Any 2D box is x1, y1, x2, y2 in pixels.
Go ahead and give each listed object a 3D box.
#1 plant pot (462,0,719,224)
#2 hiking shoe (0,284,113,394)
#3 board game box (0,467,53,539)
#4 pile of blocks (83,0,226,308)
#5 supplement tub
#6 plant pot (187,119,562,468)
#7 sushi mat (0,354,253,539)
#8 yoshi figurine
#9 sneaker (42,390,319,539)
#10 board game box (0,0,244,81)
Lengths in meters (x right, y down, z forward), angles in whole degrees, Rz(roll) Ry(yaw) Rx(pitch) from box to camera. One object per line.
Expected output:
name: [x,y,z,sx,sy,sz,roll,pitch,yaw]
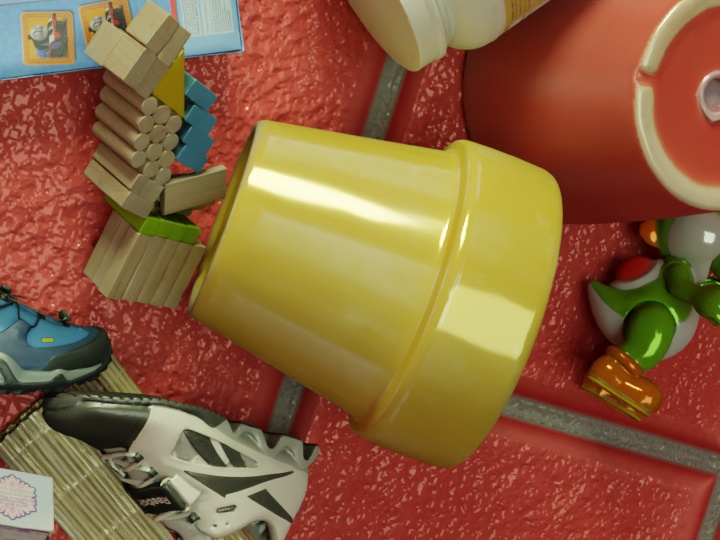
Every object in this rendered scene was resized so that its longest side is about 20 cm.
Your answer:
plant pot: [0.192,-0.121,0.912,0.199,0.177,0.202,-4,101,-23]
hiking shoe: [-0.238,0.020,0.798,0.199,0.074,0.087,11,95,-25]
board game box: [-0.299,0.173,0.759,0.198,0.041,0.200,16,128,-26]
pile of blocks: [-0.130,-0.074,0.828,0.082,0.062,0.201,-16,129,-37]
supplement tub: [0.082,-0.231,0.855,0.199,0.144,0.145,-34,111,-7]
plant pot: [0.000,0.000,0.849,0.187,0.201,0.202,19,91,-10]
sushi mat: [-0.147,0.155,0.898,0.096,0.012,0.201,-39,113,-12]
yoshi figurine: [0.252,0.021,1.010,0.112,0.112,0.201,36,81,-41]
sneaker: [-0.114,0.130,0.856,0.199,0.074,0.089,22,74,-34]
board game box: [-0.176,-0.195,0.810,0.198,0.037,0.153,-11,103,-23]
